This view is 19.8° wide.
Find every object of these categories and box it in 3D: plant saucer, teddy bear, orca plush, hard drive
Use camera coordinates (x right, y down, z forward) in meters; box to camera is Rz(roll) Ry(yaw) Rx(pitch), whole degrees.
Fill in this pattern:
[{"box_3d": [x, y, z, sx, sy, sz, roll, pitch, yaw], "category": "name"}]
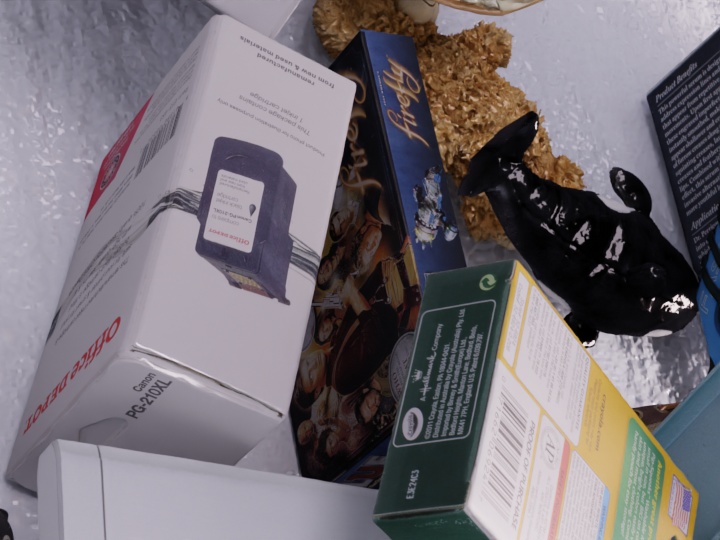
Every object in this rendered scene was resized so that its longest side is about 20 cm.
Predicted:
[{"box_3d": [0.153, 0.122, 1.039, 0.019, 0.200, 0.070, 35, 11, -49], "category": "plant saucer"}, {"box_3d": [0.058, -0.099, 1.200, 0.144, 0.067, 0.201, -18, 73, -42], "category": "teddy bear"}, {"box_3d": [0.145, -0.017, 1.158, 0.106, 0.071, 0.200, -54, 129, -20], "category": "orca plush"}, {"box_3d": [-0.039, 0.148, 0.873, 0.198, 0.027, 0.133, 13, 54, -30], "category": "hard drive"}]

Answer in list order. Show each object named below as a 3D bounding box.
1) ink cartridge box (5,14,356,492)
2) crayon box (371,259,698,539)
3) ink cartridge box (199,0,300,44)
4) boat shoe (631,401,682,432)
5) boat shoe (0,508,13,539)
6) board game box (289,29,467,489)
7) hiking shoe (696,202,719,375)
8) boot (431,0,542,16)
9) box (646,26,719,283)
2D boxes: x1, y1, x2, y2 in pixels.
[{"box_3d": [-0.084, 0.004, 0.984, 0.084, 0.145, 0.201, 25, 51, -18], "category": "ink cartridge box"}, {"box_3d": [0.085, 0.106, 0.938, 0.200, 0.051, 0.127, 48, 44, -39], "category": "crayon box"}, {"box_3d": [-0.071, -0.221, 1.076, 0.146, 0.147, 0.200, 35, 4, -10], "category": "ink cartridge box"}, {"box_3d": [0.130, 0.108, 1.104, 0.198, 0.073, 0.072, -17, 27, -12], "category": "boat shoe"}, {"box_3d": [-0.181, 0.117, 0.901, 0.060, 0.074, 0.201, -20, 66, -35], "category": "boat shoe"}, {"box_3d": [0.000, 0.000, 1.051, 0.034, 0.135, 0.202, 5, 58, -31], "category": "board game box"}, {"box_3d": [0.220, -0.016, 1.177, 0.074, 0.087, 0.202, 12, 70, -27], "category": "hiking shoe"}, {"box_3d": [0.075, -0.193, 1.210, 0.173, 0.067, 0.200, 7, 22, -18], "category": "boot"}, {"box_3d": [0.285, -0.045, 1.289, 0.147, 0.107, 0.202, 8, 58, -31], "category": "box"}]
